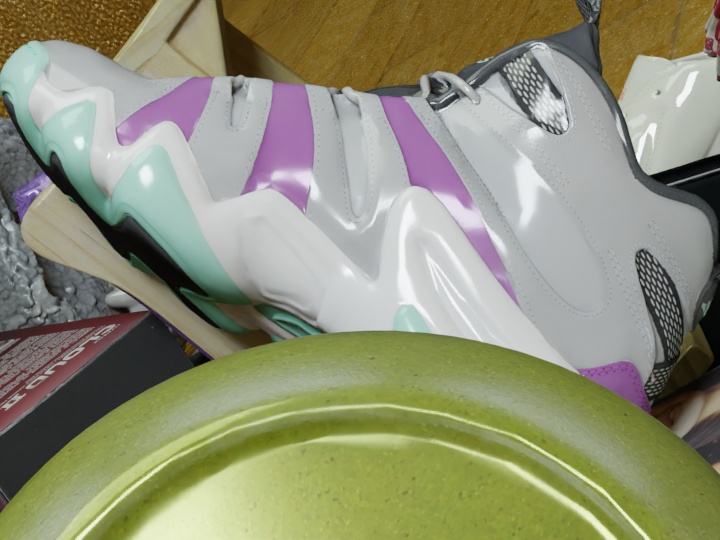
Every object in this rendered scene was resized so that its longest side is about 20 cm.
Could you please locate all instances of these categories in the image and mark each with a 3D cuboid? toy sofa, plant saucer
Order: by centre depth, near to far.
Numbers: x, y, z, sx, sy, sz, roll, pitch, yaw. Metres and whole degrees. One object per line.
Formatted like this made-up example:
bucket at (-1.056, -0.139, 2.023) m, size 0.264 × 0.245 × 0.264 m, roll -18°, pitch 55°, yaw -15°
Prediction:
plant saucer at (0.001, 0.102, 0.567) m, size 0.200 × 0.200 × 0.031 m, roll -37°, pitch -18°, yaw -9°
toy sofa at (0.000, 0.000, 0.833) m, size 0.098 × 0.200 × 0.083 m, roll -53°, pitch 2°, yaw 7°

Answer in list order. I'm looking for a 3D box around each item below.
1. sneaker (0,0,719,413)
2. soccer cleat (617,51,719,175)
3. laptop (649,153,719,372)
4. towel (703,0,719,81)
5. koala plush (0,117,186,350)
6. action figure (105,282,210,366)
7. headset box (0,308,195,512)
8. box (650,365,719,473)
sneaker at (0.013, -0.037, 0.758) m, size 0.140 × 0.200 × 0.078 m, roll -54°, pitch -8°, yaw -11°
soccer cleat at (0.108, -0.038, 1.066) m, size 0.200 × 0.078 × 0.069 m, roll -35°, pitch 12°, yaw 2°
laptop at (0.153, 0.012, 0.907) m, size 0.200 × 0.116 × 0.187 m, roll -10°, pitch -3°, yaw -35°
towel at (0.193, -0.107, 0.865) m, size 0.144 × 0.023 × 0.200 m, roll -1°, pitch -19°, yaw -5°
koala plush at (-0.152, 0.034, 1.370) m, size 0.177 × 0.184 × 0.200 m, roll -42°, pitch -13°, yaw 26°
action figure at (-0.030, 0.041, 0.948) m, size 0.102 × 0.119 × 0.200 m, roll -12°, pitch -7°, yaw 21°
headset box at (-0.078, 0.095, 0.888) m, size 0.075 × 0.149 × 0.200 m, roll -40°, pitch 12°, yaw -23°
box at (0.143, 0.040, 0.725) m, size 0.200 × 0.049 × 0.082 m, roll -30°, pitch 21°, yaw 18°
